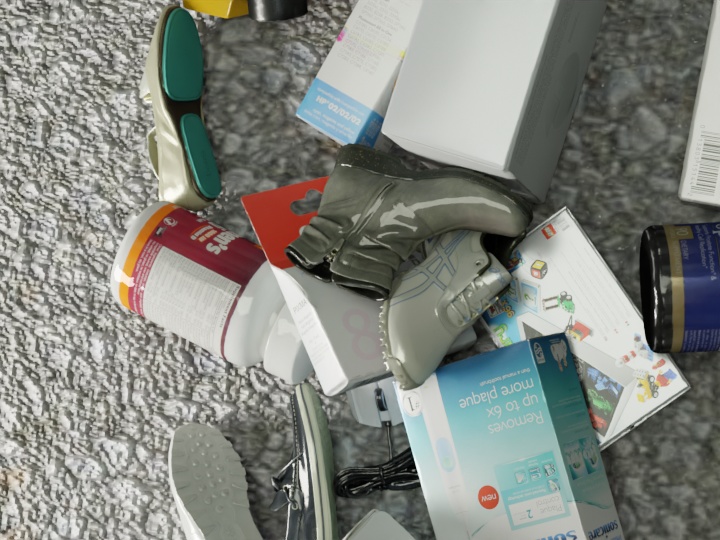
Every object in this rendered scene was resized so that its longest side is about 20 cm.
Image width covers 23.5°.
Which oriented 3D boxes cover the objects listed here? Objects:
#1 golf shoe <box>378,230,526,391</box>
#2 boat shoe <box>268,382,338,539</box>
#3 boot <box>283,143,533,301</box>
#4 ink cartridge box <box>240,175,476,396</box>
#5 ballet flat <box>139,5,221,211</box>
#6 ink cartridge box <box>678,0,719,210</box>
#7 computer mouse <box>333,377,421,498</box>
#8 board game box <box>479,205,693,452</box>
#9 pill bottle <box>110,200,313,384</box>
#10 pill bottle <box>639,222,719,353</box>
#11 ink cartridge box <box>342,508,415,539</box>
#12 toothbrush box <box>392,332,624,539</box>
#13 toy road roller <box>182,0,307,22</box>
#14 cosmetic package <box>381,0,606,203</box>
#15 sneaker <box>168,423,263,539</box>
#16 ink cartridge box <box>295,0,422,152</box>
[{"bbox_3d":[0.083,0.017,1.522,0.097,0.078,0.201,-10,42,38],"label":"golf shoe"},{"bbox_3d":[-0.055,0.206,1.610,0.062,0.075,0.202,-4,89,8],"label":"boat shoe"},{"bbox_3d":[0.042,-0.026,1.511,0.198,0.068,0.132,15,65,22],"label":"boot"},{"bbox_3d":[0.000,0.000,1.577,0.057,0.162,0.202,-32,77,51],"label":"ink cartridge box"},{"bbox_3d":[-0.185,-0.155,1.688,0.069,0.069,0.202,-10,83,13],"label":"ballet flat"},{"bbox_3d":[0.388,-0.145,1.546,0.174,0.045,0.202,11,88,16],"label":"ink cartridge box"},{"bbox_3d":[0.016,0.107,1.616,0.109,0.044,0.202,-10,82,14],"label":"computer mouse"},{"bbox_3d":[0.195,0.060,1.579,0.126,0.035,0.201,-35,77,9],"label":"board game box"},{"bbox_3d":[-0.126,0.022,1.627,0.199,0.110,0.110,26,91,15],"label":"pill bottle"},{"bbox_3d":[0.346,0.012,1.500,0.198,0.112,0.113,-3,83,3],"label":"pill bottle"},{"bbox_3d":[-0.004,0.333,1.533,0.146,0.083,0.200,42,120,7],"label":"ink cartridge box"},{"bbox_3d":[0.132,0.172,1.535,0.145,0.085,0.202,-18,84,30],"label":"toothbrush box"},{"bbox_3d":[-0.084,-0.314,1.651,0.199,0.145,0.124,18,121,46],"label":"toy road roller"},{"bbox_3d":[0.122,-0.183,1.538,0.122,0.200,0.201,18,88,15],"label":"cosmetic package"},{"bbox_3d":[-0.141,0.240,1.630,0.076,0.081,0.201,-7,60,-26],"label":"sneaker"},{"bbox_3d":[0.029,-0.207,1.607,0.067,0.115,0.201,30,93,14],"label":"ink cartridge box"}]
